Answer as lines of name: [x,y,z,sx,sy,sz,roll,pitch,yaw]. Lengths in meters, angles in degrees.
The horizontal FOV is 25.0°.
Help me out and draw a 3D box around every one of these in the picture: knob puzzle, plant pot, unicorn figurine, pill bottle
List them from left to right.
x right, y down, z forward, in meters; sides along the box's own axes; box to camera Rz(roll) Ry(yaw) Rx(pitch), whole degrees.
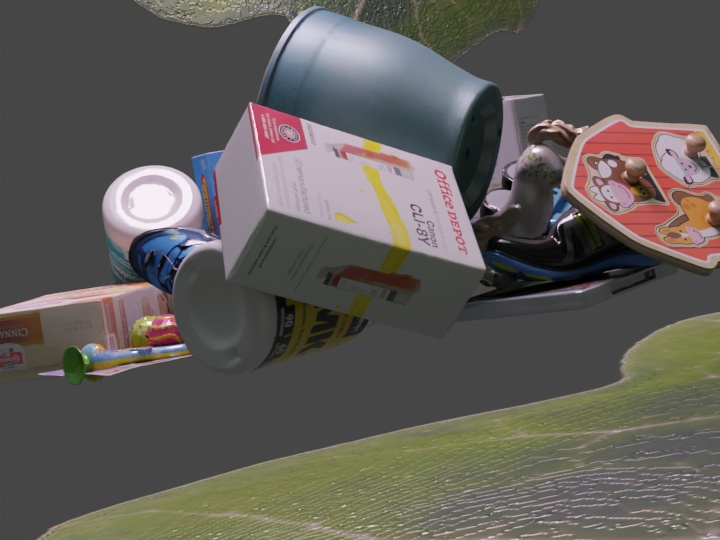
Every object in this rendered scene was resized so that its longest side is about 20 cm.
pill bottle: [-0.226,-0.015,1.827,0.110,0.111,0.201,-11,-38,-9]
pill bottle: [-0.055,0.017,1.406,0.114,0.115,0.199,-7,5,42]
plant pot: [0.026,-0.128,1.504,0.187,0.201,0.200,14,12,19]
unicorn figurine: [0.164,-0.048,1.537,0.137,0.201,0.074,17,-5,-7]
knob puzzle: [0.269,-0.076,1.445,0.219,0.220,0.031,-12,-37,-33]

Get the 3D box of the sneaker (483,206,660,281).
sneaker: [0.200,-0.036,1.467,0.198,0.083,0.071,-11,4,-16]

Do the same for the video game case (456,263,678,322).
video game case: [0.187,0.017,1.491,0.143,0.018,0.200,-7,5,35]

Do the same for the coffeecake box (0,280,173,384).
coffeecake box: [-0.296,0.062,1.689,0.153,0.074,0.200,-8,4,14]

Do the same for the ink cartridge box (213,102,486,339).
ink cartridge box: [-0.011,-0.041,1.336,0.199,0.084,0.146,16,36,-24]

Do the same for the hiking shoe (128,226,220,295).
hiking shoe: [-0.148,0.005,1.558,0.199,0.075,0.087,21,6,24]

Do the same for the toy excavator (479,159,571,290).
toy excavator: [0.240,-0.047,1.688,0.199,0.100,0.195,15,37,20]

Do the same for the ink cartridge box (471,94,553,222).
ink cartridge box: [0.155,-0.098,1.912,0.145,0.201,0.083,-7,5,38]

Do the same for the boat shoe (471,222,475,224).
boat shoe: [0.106,-0.011,1.811,0.199,0.069,0.084,-2,20,30]

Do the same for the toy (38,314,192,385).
toy: [-0.195,0.066,1.545,0.115,0.048,0.199,-4,7,45]

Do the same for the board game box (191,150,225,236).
board game box: [-0.076,-0.051,1.858,0.199,0.197,0.056,-12,4,-22]
